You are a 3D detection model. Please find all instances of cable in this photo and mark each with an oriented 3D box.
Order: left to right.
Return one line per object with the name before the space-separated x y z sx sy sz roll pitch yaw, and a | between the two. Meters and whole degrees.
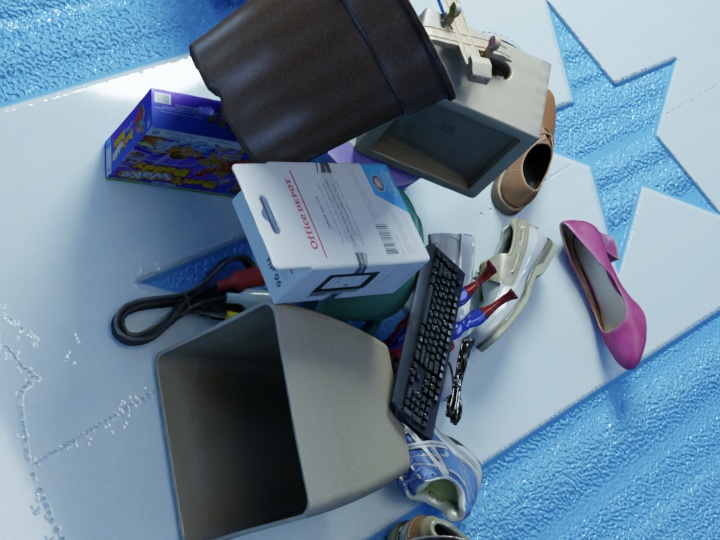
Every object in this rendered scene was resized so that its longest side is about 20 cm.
cable | -0.164 0.027 1.294 0.199 0.050 0.098 -2 72 -34

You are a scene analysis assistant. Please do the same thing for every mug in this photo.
mug | 0.000 -0.011 1.353 0.113 0.186 0.153 3 49 -14

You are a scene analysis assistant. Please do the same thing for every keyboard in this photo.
keyboard | 0.085 0.084 1.301 0.127 0.020 0.201 45 49 -43

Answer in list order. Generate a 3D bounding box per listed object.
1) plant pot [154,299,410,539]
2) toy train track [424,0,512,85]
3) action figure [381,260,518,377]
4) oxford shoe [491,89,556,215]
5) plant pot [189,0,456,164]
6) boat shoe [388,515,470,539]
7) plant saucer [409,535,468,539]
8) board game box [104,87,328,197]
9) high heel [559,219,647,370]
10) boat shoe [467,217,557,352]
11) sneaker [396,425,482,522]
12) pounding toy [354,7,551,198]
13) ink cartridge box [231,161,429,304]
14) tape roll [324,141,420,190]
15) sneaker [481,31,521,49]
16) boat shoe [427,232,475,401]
plant pot | -0.066 0.154 1.234 0.176 0.199 0.201 3 70 -45
toy train track | 0.103 -0.276 1.291 0.114 0.033 0.201 7 48 -28
action figure | 0.081 0.069 1.386 0.200 0.052 0.066 -39 80 2
oxford shoe | 0.230 -0.165 1.608 0.071 0.071 0.201 28 58 -19
plant pot | -0.043 -0.200 1.174 0.197 0.200 0.201 -30 90 3
boat shoe | 0.117 0.345 1.331 0.200 0.068 0.075 45 49 -12
plant saucer | 0.080 0.366 1.275 0.198 0.034 0.202 0 97 1
board game box | -0.153 -0.128 1.308 0.199 0.134 0.045 7 68 -30
high heel | 0.304 0.028 1.577 0.095 0.067 0.201 16 59 -38
boat shoe | 0.170 0.016 1.505 0.068 0.075 0.200 41 48 -6
sneaker | 0.056 0.196 1.344 0.199 0.076 0.077 36 29 -14
pounding toy | 0.118 -0.185 1.386 0.199 0.184 0.143 21 62 -15
ink cartridge box | -0.042 -0.037 1.167 0.199 0.068 0.117 -3 61 -45
tape roll | -0.004 -0.178 1.454 0.199 0.085 0.202 12 65 -28
sneaker | 0.127 -0.258 1.560 0.199 0.070 0.090 11 40 -23
boat shoe | 0.094 0.053 1.448 0.065 0.074 0.202 6 72 3
